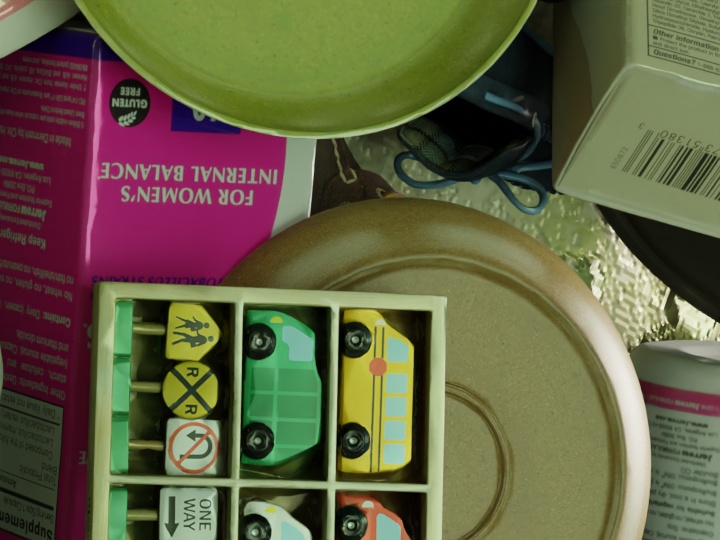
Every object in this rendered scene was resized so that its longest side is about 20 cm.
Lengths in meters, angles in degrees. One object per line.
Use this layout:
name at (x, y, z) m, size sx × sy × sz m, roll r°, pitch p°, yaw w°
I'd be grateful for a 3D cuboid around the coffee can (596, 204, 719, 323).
coffee can at (0.213, -0.085, 1.298) m, size 0.200 × 0.146 × 0.147 m, roll -49°, pitch 122°, yaw -21°

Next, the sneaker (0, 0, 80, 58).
sneaker at (-0.162, -0.124, 1.048) m, size 0.200 × 0.075 × 0.105 m, roll -35°, pitch 121°, yaw -24°

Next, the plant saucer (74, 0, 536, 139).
plant saucer at (-0.025, -0.144, 1.056) m, size 0.199 × 0.031 × 0.202 m, roll 3°, pitch 81°, yaw -18°

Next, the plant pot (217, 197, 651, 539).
plant pot at (0.021, 0.073, 1.083) m, size 0.199 × 0.027 × 0.202 m, roll 1°, pitch 88°, yaw -19°

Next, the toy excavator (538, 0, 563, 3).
toy excavator at (-0.016, -0.187, 1.127) m, size 0.200 × 0.193 × 0.101 m, roll 23°, pitch 82°, yaw -66°

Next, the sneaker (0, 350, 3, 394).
sneaker at (-0.166, 0.102, 0.998) m, size 0.082 × 0.074 × 0.201 m, roll 67°, pitch 32°, yaw -50°

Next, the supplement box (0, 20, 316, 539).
supplement box at (-0.088, 0.010, 1.110) m, size 0.101 × 0.103 × 0.202 m, roll 0°, pitch 98°, yaw -36°

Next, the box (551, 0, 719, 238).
box at (0.131, -0.118, 1.181) m, size 0.094 × 0.078 × 0.201 m, roll 16°, pitch 48°, yaw -12°

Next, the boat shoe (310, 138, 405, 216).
boat shoe at (0.000, 0.000, 1.153) m, size 0.071 × 0.072 × 0.201 m, roll -7°, pitch 68°, yaw -1°

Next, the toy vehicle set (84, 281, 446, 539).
toy vehicle set at (-0.035, 0.106, 1.032) m, size 0.123 × 0.027 × 0.202 m, roll 1°, pitch 89°, yaw -10°

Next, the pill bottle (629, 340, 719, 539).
pill bottle at (0.167, 0.137, 1.317) m, size 0.113 × 0.113 × 0.202 m, roll 0°, pitch 97°, yaw -37°

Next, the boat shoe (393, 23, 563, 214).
boat shoe at (0.037, -0.067, 1.191) m, size 0.200 × 0.084 × 0.069 m, roll 37°, pitch 59°, yaw -54°
